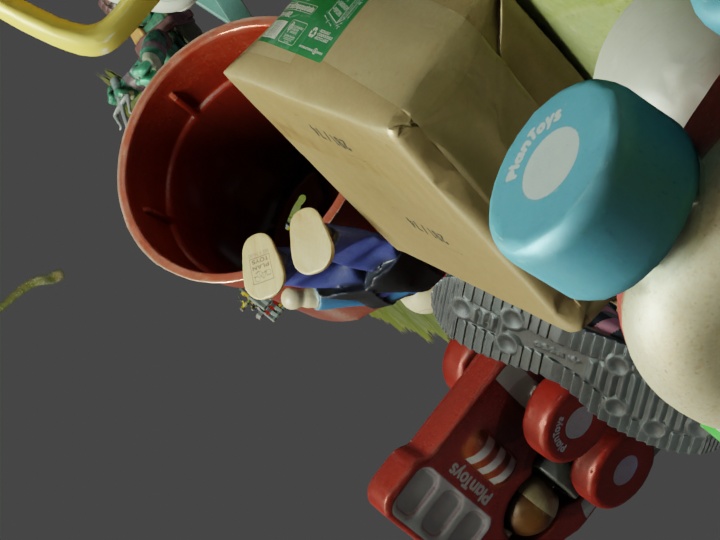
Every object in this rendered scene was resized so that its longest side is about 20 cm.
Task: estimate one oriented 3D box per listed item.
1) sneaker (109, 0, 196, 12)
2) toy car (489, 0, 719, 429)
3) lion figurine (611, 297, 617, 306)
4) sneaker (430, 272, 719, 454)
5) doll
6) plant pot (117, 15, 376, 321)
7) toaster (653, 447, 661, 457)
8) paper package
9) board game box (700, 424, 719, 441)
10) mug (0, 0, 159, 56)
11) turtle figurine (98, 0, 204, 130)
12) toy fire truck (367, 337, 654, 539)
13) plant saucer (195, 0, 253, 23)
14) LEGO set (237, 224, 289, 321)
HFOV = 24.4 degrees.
[{"bbox_3d":[-0.184,-0.253,1.151,0.200,0.078,0.099,41,169,-20],"label":"sneaker"},{"bbox_3d":[0.144,-0.062,0.560,0.184,0.177,0.200,28,-154,-25],"label":"toy car"},{"bbox_3d":[0.226,0.051,1.045,0.123,0.072,0.200,48,157,-5],"label":"lion figurine"},{"bbox_3d":[0.147,0.037,1.032,0.200,0.082,0.070,30,132,11],"label":"sneaker"},{"bbox_3d":[0.000,0.000,1.128,0.200,0.136,0.049,10,-122,-57],"label":"doll"},{"bbox_3d":[-0.047,-0.059,1.251,0.201,0.201,0.195,35,180,30],"label":"plant pot"},{"bbox_3d":[0.168,0.098,1.383,0.129,0.114,0.200,46,173,-19],"label":"toaster"},{"bbox_3d":[0.049,-0.078,0.945,0.191,0.104,0.200,45,171,-32],"label":"paper package"},{"bbox_3d":[0.304,0.115,0.918,0.200,0.034,0.135,39,147,0],"label":"board game box"},{"bbox_3d":[-0.084,-0.194,0.693,0.153,0.187,0.149,31,-152,0],"label":"mug"},{"bbox_3d":[-0.184,-0.190,1.427,0.200,0.101,0.150,54,158,2],"label":"turtle figurine"},{"bbox_3d":[0.103,0.141,1.181,0.112,0.168,0.200,35,172,44],"label":"toy fire truck"},{"bbox_3d":[-0.168,-0.251,1.294,0.200,0.019,0.070,37,172,26],"label":"plant saucer"},{"bbox_3d":[-0.148,-0.017,2.175,0.154,0.116,0.200,37,172,13],"label":"LEGO set"}]
